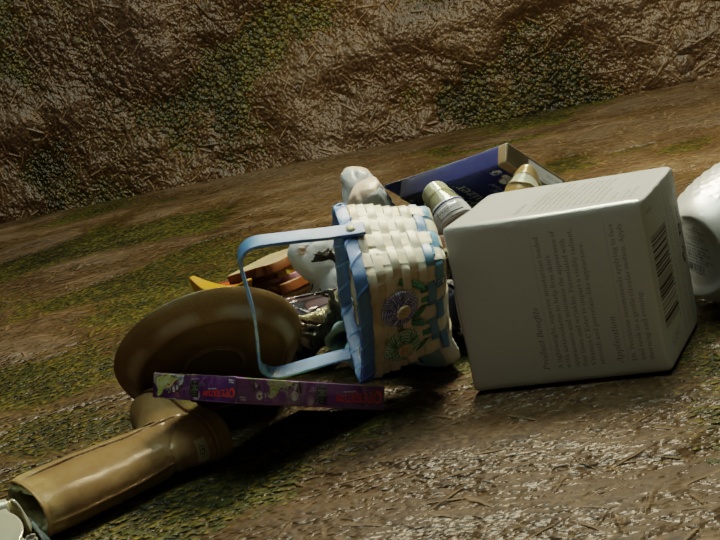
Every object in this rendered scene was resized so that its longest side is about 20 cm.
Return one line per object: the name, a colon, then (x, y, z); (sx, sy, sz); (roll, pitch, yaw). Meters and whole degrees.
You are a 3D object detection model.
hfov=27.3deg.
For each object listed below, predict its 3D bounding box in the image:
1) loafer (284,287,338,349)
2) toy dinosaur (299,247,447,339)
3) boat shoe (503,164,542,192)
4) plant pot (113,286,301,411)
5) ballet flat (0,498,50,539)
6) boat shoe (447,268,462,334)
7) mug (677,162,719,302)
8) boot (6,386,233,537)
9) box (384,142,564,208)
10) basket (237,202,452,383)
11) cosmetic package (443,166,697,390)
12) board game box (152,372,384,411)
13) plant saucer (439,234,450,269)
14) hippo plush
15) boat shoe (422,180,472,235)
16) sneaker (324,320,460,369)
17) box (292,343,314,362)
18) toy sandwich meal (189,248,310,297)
loafer: (-0.024, 0.040, 1.718); (0.063, 0.072, 0.199); (35, 23, 22)
toy dinosaur: (0.000, 0.000, 1.606); (0.199, 0.089, 0.048); (-31, -18, -5)
boat shoe: (0.200, -0.057, 1.773); (0.071, 0.077, 0.200); (12, -25, 8)
plant pot: (-0.153, 0.091, 1.522); (0.198, 0.201, 0.028); (-15, 53, -8)
ballet flat: (-0.286, 0.222, 1.211); (0.074, 0.075, 0.200); (-18, 11, -23)
boat shoe: (0.122, 0.045, 1.655); (0.092, 0.075, 0.200); (16, 6, 7)
mug: (0.415, -0.032, 1.510); (0.174, 0.149, 0.200); (-24, 46, -31)
boot: (-0.243, 0.176, 1.402); (0.199, 0.067, 0.174); (-22, 13, -32)
box: (0.137, -0.096, 1.831); (0.199, 0.033, 0.121); (-15, -29, 41)
basket: (-0.014, 0.022, 1.448); (0.198, 0.177, 0.140); (-10, 44, -1)
cosmetic package: (0.208, 0.007, 1.447); (0.198, 0.167, 0.165); (-7, 12, 24)
board game box: (-0.085, 0.116, 1.417); (0.119, 0.033, 0.199); (-7, -11, 43)
plant saucer: (0.156, -0.010, 1.708); (0.198, 0.035, 0.200); (9, -7, 1)
hippo plush: (-0.005, -0.016, 1.924); (0.160, 0.201, 0.159); (-37, 7, 0)
boat shoe: (0.125, -0.046, 1.818); (0.072, 0.062, 0.200); (-28, -30, -1)
sneaker: (0.030, 0.083, 1.579); (0.082, 0.074, 0.199); (-44, 23, -18)
box: (-0.126, 0.084, 1.770); (0.160, 0.050, 0.200); (-13, 12, 16)
toy sandwich meal: (-0.148, 0.012, 2.095); (0.203, 0.071, 0.205); (-13, 11, 2)
